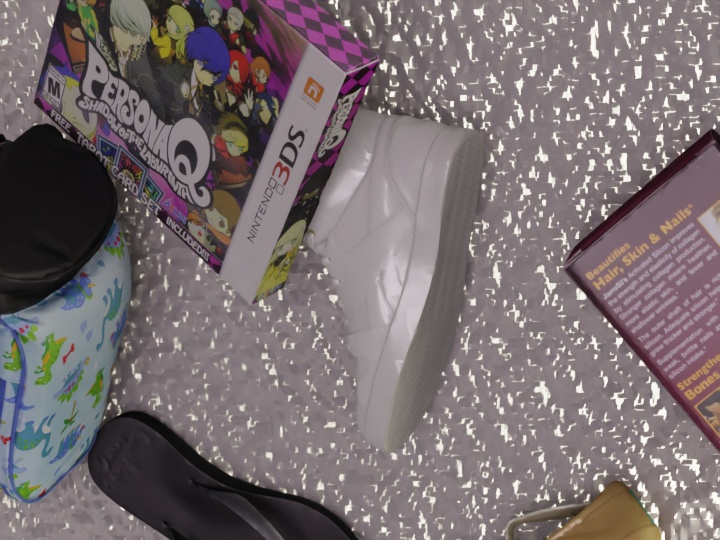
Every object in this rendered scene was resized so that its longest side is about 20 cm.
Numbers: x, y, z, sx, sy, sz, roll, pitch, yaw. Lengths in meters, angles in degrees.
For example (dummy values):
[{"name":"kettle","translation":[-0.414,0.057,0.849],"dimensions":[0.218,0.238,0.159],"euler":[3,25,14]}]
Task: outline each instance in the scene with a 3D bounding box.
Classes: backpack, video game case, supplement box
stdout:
[{"name":"backpack","translation":[-0.213,0.042,1.019],"dimensions":[0.153,0.163,0.201],"euler":[36,122,-1]},{"name":"video game case","translation":[-0.096,-0.108,0.974],"dimensions":[0.200,0.036,0.182],"euler":[42,133,17]},{"name":"supplement box","translation":[0.222,0.032,0.958],"dimensions":[0.110,0.086,0.200],"euler":[-40,89,15]}]

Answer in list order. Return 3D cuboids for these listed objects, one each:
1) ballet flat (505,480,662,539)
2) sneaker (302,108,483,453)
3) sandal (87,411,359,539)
[{"name":"ballet flat","translation":[0.089,0.190,1.034],"dimensions":[0.199,0.069,0.064],"euler":[-27,64,13]},{"name":"sneaker","translation":[0.000,0.000,1.019],"dimensions":[0.115,0.074,0.202],"euler":[17,105,23]},{"name":"sandal","translation":[-0.088,0.163,1.069],"dimensions":[0.199,0.043,0.077],"euler":[27,103,7]}]
